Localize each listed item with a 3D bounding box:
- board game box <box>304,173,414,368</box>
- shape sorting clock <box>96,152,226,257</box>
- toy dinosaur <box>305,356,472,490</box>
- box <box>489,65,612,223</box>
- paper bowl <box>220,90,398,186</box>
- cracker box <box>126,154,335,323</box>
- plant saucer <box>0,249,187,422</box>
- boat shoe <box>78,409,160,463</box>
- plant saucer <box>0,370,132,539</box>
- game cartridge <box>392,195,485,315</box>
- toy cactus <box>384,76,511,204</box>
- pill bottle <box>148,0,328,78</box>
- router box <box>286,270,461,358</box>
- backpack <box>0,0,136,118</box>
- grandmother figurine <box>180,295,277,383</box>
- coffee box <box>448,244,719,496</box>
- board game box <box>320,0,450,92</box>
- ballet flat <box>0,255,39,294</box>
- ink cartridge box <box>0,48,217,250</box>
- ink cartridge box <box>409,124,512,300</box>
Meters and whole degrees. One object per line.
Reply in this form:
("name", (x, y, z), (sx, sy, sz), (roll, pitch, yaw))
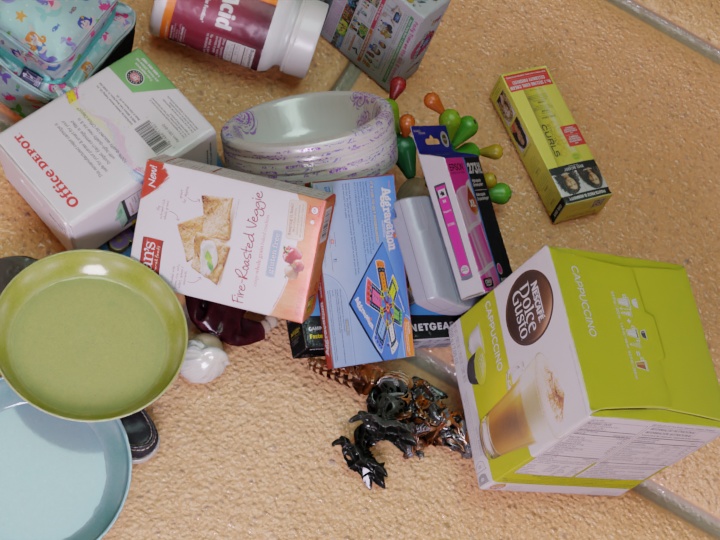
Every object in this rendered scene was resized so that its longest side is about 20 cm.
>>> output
("board game box", (0.000, 0.000, 1.679), (0.102, 0.019, 0.201), (-7, 91, -25))
("shape sorting clock", (-0.246, -0.095, 1.767), (0.199, 0.039, 0.201), (8, 58, -12))
("toy dinosaur", (0.032, 0.157, 1.689), (0.199, 0.103, 0.136), (14, 40, 13))
("box", (0.238, -0.159, 1.944), (0.075, 0.050, 0.201), (-13, 64, -22))
("paper bowl", (-0.056, -0.128, 1.772), (0.199, 0.105, 0.201), (-6, 23, 3))
("cracker box", (-0.137, -0.035, 1.633), (0.199, 0.135, 0.058), (13, 12, 9))
("plant saucer", (-0.277, 0.070, 1.579), (0.199, 0.031, 0.201), (6, 58, -9))
("boat shoe", (-0.287, 0.120, 1.614), (0.200, 0.060, 0.074), (44, 59, 11))
("plant saucer", (-0.329, 0.202, 1.550), (0.199, 0.036, 0.201), (3, 71, -7))
("game cartridge", (0.106, -0.018, 1.742), (0.200, 0.041, 0.134), (-6, 75, -61))
("toy cactus", (0.081, -0.121, 1.855), (0.200, 0.102, 0.165), (39, 79, -22))
("pill bottle", (-0.147, -0.310, 1.878), (0.199, 0.114, 0.115), (18, 57, -5))
("router box", (0.009, 0.016, 1.743), (0.199, 0.051, 0.150), (-3, 73, -26))
("backpack", (-0.378, -0.278, 1.777), (0.199, 0.151, 0.178), (28, 57, 7))
("grandmother figurine", (-0.147, 0.038, 1.709), (0.121, 0.061, 0.201), (26, 59, -9))
("coffee box", (0.242, 0.113, 1.669), (0.199, 0.198, 0.201), (8, 57, -31))
("board game box", (0.002, -0.342, 1.923), (0.200, 0.148, 0.064), (42, 55, 10))
("ballet flat", (-0.308, 0.035, 1.673), (0.199, 0.046, 0.068), (17, 88, 0))
("ink cartridge box", (-0.280, -0.129, 1.711), (0.200, 0.084, 0.145), (-36, 70, -21))
("ink cartridge box", (0.115, -0.070, 1.718), (0.095, 0.037, 0.201), (-11, 81, -62))
